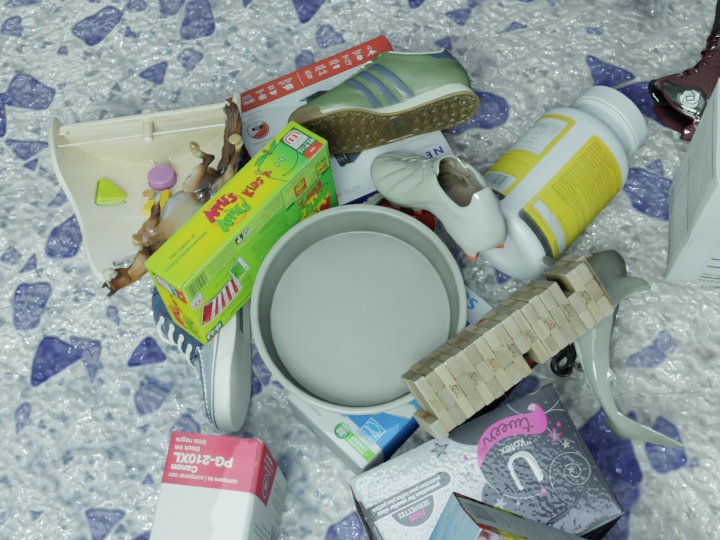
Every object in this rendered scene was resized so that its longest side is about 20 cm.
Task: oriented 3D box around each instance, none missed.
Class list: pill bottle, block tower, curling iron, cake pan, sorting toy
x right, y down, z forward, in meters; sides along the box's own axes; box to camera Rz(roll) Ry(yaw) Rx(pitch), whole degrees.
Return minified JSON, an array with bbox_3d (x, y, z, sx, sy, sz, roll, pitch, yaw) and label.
[{"bbox_3d":[0.200,-0.094,0.983,0.112,0.112,0.200,40,73,19],"label":"pill bottle"},{"bbox_3d":[0.126,0.063,0.838,0.200,0.054,0.058,-36,99,-9],"label":"block tower"},{"bbox_3d":[0.145,0.118,0.933,0.199,0.026,0.050,-33,64,-12],"label":"curling iron"},{"bbox_3d":[-0.001,0.037,0.897,0.199,0.037,0.202,-1,71,2],"label":"cake pan"},{"bbox_3d":[-0.209,-0.073,0.989,0.199,0.107,0.181,-8,58,0],"label":"sorting toy"}]

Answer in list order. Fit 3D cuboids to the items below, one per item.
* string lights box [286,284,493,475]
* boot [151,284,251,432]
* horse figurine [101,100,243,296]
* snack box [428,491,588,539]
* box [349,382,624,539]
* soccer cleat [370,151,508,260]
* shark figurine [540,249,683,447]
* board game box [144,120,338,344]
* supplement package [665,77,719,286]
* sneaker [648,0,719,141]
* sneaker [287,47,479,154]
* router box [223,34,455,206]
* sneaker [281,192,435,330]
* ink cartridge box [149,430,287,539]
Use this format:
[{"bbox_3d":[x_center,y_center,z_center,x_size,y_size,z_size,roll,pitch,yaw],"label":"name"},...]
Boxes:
[{"bbox_3d":[0.036,0.093,0.933,0.103,0.059,0.200,40,73,19],"label":"string lights box"},{"bbox_3d":[-0.159,0.069,0.957,0.090,0.073,0.201,-8,56,7],"label":"boot"},{"bbox_3d":[-0.164,-0.062,0.899,0.050,0.133,0.200,36,69,6],"label":"horse figurine"},{"bbox_3d":[0.127,0.285,0.748,0.199,0.068,0.169,22,97,-21],"label":"snack box"},{"bbox_3d":[0.105,0.207,0.844,0.199,0.115,0.133,-23,66,-8],"label":"box"},{"bbox_3d":[0.073,-0.083,0.919,0.069,0.078,0.200,-26,38,-19],"label":"soccer cleat"},{"bbox_3d":[0.238,0.052,0.896,0.089,0.128,0.216,-25,51,38],"label":"shark figurine"},{"bbox_3d":[-0.106,-0.036,0.913,0.047,0.102,0.200,32,66,24],"label":"board game box"},{"bbox_3d":[0.367,-0.074,0.915,0.109,0.200,0.114,7,66,7],"label":"supplement package"},{"bbox_3d":[0.374,-0.226,1.059,0.115,0.076,0.201,1,65,7],"label":"sneaker"},{"bbox_3d":[0.018,-0.184,1.012,0.199,0.067,0.090,-11,57,-3],"label":"sneaker"},{"bbox_3d":[-0.024,-0.143,1.054,0.199,0.049,0.180,-24,66,-8],"label":"router box"},{"bbox_3d":[0.000,0.000,0.958,0.085,0.077,0.200,25,67,38],"label":"sneaker"},{"bbox_3d":[-0.126,0.255,0.817,0.084,0.145,0.201,5,65,7],"label":"ink cartridge box"}]
